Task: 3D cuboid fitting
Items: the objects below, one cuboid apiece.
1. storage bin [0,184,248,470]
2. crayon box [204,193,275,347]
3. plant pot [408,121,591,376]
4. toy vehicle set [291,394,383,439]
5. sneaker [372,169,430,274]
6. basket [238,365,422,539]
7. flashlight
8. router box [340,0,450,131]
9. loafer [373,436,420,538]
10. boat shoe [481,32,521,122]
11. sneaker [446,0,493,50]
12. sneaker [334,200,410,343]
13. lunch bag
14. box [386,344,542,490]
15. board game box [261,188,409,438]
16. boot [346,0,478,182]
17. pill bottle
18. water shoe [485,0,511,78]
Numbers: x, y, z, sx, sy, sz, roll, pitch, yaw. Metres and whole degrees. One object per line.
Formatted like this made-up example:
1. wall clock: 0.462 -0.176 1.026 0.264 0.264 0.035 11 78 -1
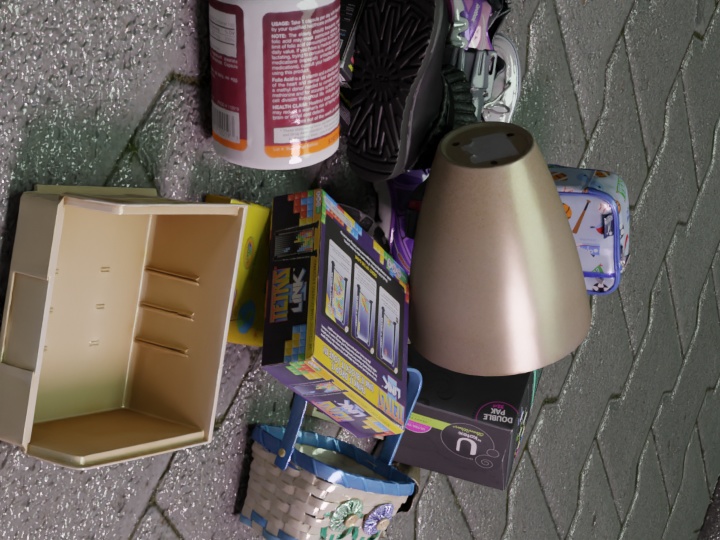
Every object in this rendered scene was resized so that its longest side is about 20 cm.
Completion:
1. storage bin: -0.191 0.038 1.319 0.198 0.093 0.202 -4 105 -64
2. crayon box: -0.102 0.003 1.537 0.200 0.050 0.128 16 86 -65
3. plant pot: 0.129 -0.035 1.622 0.187 0.186 0.202 -47 141 -46
4. toy vehicle set: -0.006 0.107 1.812 0.200 0.026 0.125 29 75 -64
5. sneaker: 0.063 -0.089 1.802 0.081 0.083 0.202 -43 137 -51
6. basket: -0.021 0.183 1.667 0.176 0.138 0.202 11 95 -50
7. flashlight: 0.088 -0.130 1.727 0.067 0.067 0.202 -8 108 -56
8. router box: 0.013 -0.226 1.657 0.200 0.062 0.151 46 59 -61
9. loafer: 0.041 0.247 1.925 0.200 0.069 0.076 -49 143 -45
10. boat shoe: 0.132 -0.174 1.911 0.086 0.074 0.204 -14 121 -81
11. sneaker: 0.104 -0.212 1.812 0.088 0.080 0.202 -14 116 -43
12. sneaker: 0.000 0.000 1.735 0.074 0.084 0.200 -45 125 -9
13. lunch bag: 0.235 -0.045 2.043 0.076 0.198 0.162 -57 148 -53
14. box: 0.125 0.121 1.904 0.125 0.147 0.201 90 18 -50
15. board game box: -0.019 0.044 1.541 0.200 0.056 0.167 43 45 -54
16. boot: 0.062 -0.190 1.606 0.157 0.079 0.213 -19 130 -53
17. pill bottle: -0.073 -0.199 1.432 0.114 0.113 0.202 -37 134 -54
18. water shoe: 0.133 -0.308 1.851 0.071 0.078 0.202 -38 134 -53
